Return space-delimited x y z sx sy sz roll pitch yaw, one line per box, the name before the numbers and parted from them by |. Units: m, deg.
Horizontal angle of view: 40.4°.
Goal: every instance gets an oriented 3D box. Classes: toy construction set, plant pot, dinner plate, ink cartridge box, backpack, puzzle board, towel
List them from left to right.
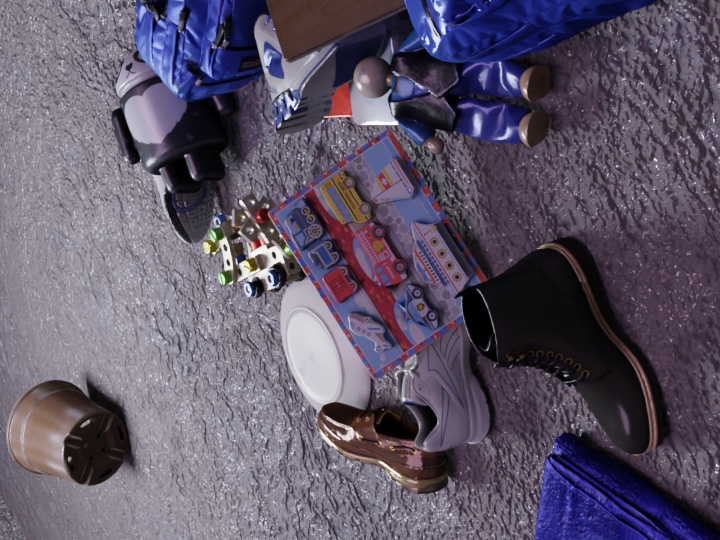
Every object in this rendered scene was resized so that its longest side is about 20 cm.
plant pot | -0.592 0.345 2.016 0.197 0.199 0.203 10 114 44
backpack | -0.169 -0.291 1.114 0.168 0.161 0.201 53 140 27
toy construction set | -0.136 -0.034 1.276 0.200 0.091 0.133 -24 85 67
dinner plate | -0.055 0.108 1.278 0.199 0.024 0.203 30 129 46
ink cartridge box | -0.013 -0.237 1.033 0.199 0.047 0.163 10 113 50
puzzle board | -0.001 -0.297 0.898 0.198 0.017 0.153 -21 76 15
puzzle board | 0.022 -0.015 0.982 0.201 0.150 0.017 57 -174 0
backpack | 0.111 -0.253 0.742 0.199 0.166 0.165 -15 87 49
towel | 0.242 0.258 0.902 0.199 0.049 0.150 34 130 42

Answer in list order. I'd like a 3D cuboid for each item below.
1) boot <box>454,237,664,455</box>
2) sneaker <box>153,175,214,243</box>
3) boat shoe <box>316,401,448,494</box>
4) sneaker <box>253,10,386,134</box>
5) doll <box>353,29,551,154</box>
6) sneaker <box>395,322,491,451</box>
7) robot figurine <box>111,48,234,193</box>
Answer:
boot | 0.167 0.085 0.848 0.202 0.137 0.077 62 144 11
sneaker | -0.265 -0.135 1.422 0.087 0.073 0.203 145 110 -68
boat shoe | 0.026 0.193 1.165 0.199 0.071 0.069 20 117 42
sneaker | -0.060 -0.229 1.000 0.199 0.080 0.117 -36 77 59
doll | 0.078 -0.171 0.901 0.198 0.048 0.139 16 118 35
sneaker | 0.075 0.095 1.030 0.074 0.086 0.203 -17 90 58
robot figurine | -0.254 -0.207 1.319 0.203 0.148 0.125 69 162 3
